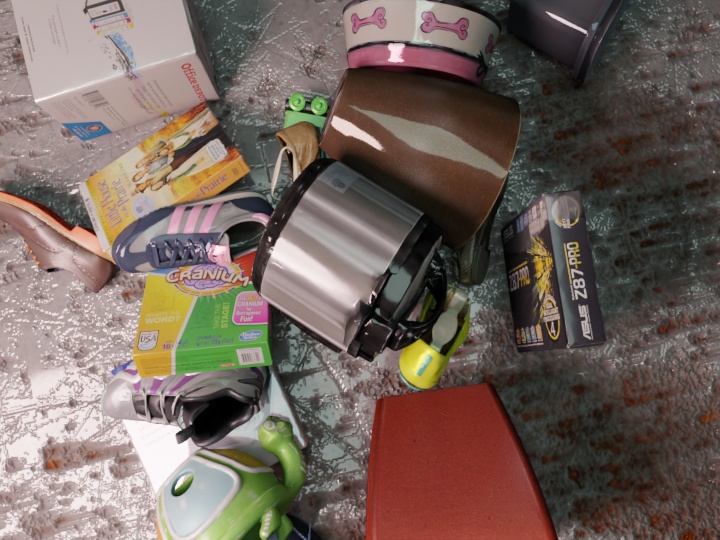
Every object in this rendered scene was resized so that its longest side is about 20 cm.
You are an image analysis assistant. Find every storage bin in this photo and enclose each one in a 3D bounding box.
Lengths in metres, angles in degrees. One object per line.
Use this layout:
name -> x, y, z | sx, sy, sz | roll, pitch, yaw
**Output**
storage bin -> 0.284, -0.374, 0.896 | 0.132, 0.146, 0.203 | 28, 83, 12

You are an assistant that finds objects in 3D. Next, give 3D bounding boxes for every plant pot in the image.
plant pot -> 0.056, -0.150, 0.812 | 0.196, 0.187, 0.192 | 21, 83, -10
plant pot -> 0.093, 0.235, 0.791 | 0.194, 0.201, 0.181 | -7, 71, -2

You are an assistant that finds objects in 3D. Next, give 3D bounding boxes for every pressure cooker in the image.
pressure cooker -> 0.001, -0.002, 0.747 | 0.197, 0.179, 0.178 | 30, 77, 7

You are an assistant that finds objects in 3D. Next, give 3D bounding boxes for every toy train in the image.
toy train -> -0.008, -0.188, 0.909 | 0.194, 0.042, 0.058 | 11, 92, 0

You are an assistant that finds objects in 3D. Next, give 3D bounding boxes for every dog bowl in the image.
dog bowl -> 0.070, -0.267, 0.846 | 0.194, 0.200, 0.076 | 7, 92, 0

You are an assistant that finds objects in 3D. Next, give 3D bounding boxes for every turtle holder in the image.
turtle holder -> -0.144, 0.256, 0.763 | 0.131, 0.141, 0.187 | 40, 98, 18

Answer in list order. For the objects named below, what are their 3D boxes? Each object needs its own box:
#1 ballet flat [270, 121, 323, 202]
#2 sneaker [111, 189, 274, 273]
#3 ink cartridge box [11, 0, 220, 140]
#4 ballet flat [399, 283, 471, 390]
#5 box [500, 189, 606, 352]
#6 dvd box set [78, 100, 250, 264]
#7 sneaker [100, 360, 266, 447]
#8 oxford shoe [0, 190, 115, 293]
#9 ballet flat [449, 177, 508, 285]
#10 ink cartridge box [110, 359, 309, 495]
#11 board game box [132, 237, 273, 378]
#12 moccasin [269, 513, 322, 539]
ballet flat -> -0.076, -0.083, 0.868 | 0.070, 0.068, 0.206 | -6, 94, -20
sneaker -> -0.187, -0.035, 0.801 | 0.196, 0.071, 0.082 | -21, 43, -15
ink cartridge box -> -0.295, -0.277, 0.858 | 0.195, 0.147, 0.148 | -17, 83, -4
ballet flat -> 0.099, 0.059, 0.806 | 0.066, 0.201, 0.068 | 29, 126, 5
box -> 0.218, 0.010, 0.808 | 0.048, 0.200, 0.166 | -5, 83, -3
dvd box set -> -0.248, -0.115, 0.861 | 0.198, 0.030, 0.147 | -35, 50, -4
sneaker -> -0.202, 0.151, 0.764 | 0.195, 0.140, 0.080 | -14, 113, -1
oxford shoe -> -0.400, -0.040, 0.866 | 0.196, 0.071, 0.074 | 27, 88, 2
ballet flat -> 0.155, -0.082, 0.894 | 0.045, 0.067, 0.206 | 11, 85, 30
ink cartridge box -> -0.190, 0.170, 0.858 | 0.196, 0.041, 0.204 | -28, 84, -4
board game box -> -0.178, 0.027, 0.820 | 0.148, 0.041, 0.203 | -6, 45, -2
moccasin -> -0.055, 0.362, 0.823 | 0.199, 0.068, 0.081 | 40, 84, 6
